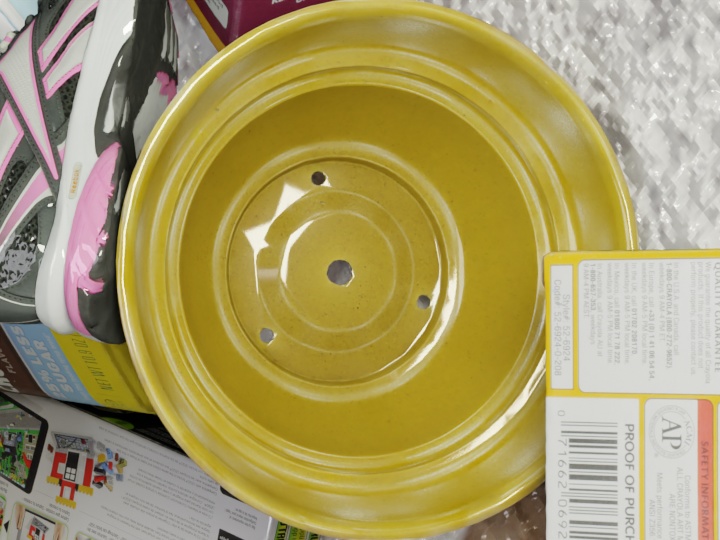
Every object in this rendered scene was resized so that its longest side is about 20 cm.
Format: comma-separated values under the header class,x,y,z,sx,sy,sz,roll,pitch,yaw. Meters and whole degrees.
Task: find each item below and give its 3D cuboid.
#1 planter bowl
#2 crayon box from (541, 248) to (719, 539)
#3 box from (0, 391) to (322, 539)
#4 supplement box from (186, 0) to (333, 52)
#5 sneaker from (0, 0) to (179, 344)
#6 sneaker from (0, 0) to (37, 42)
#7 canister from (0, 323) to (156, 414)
class,x,y,z,sx,sy,sz,roll,pitch,yaw
planter bowl,0.000,0.000,1.124,0.083,0.200,0.201,178,93,-77
crayon box,0.160,0.055,1.026,0.200,0.052,0.126,-1,89,37
box,-0.105,0.117,1.274,0.200,0.035,0.110,20,103,40
supplement box,-0.031,-0.188,1.119,0.110,0.085,0.200,58,158,25
sneaker,-0.122,-0.065,1.124,0.086,0.080,0.200,1,49,8
sneaker,-0.125,-0.188,1.269,0.131,0.079,0.200,-39,66,35
canister,-0.171,-0.013,1.255,0.200,0.087,0.149,6,138,32
